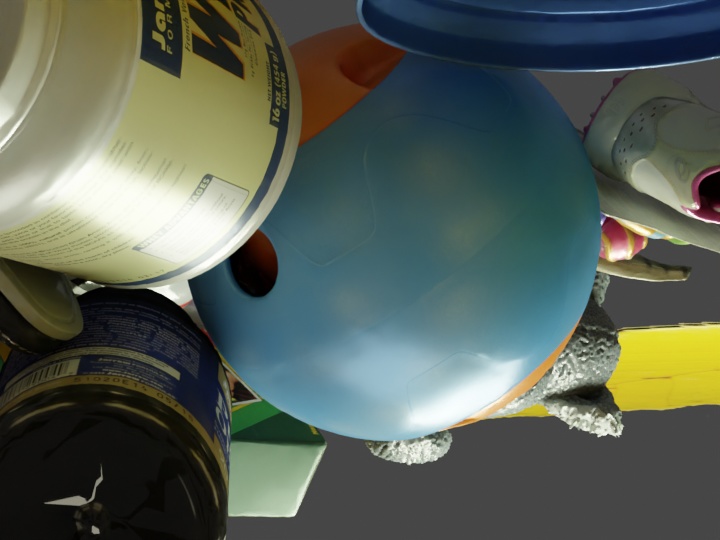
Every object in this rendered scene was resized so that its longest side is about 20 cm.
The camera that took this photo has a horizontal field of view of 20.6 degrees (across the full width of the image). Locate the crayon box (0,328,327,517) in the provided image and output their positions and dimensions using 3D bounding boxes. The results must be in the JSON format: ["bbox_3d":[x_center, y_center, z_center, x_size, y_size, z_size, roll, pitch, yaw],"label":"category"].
[{"bbox_3d":[-0.141,0.057,1.112,0.172,0.058,0.200,7,-153,-35],"label":"crayon box"}]

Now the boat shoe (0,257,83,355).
[{"bbox_3d":[-0.199,-0.024,0.873,0.060,0.200,0.074,-47,158,5],"label":"boat shoe"}]

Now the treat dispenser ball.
[{"bbox_3d":[0.015,-0.019,0.948,0.200,0.201,0.201,0,171,0],"label":"treat dispenser ball"}]

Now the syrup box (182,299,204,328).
[{"bbox_3d":[0.000,0.000,1.089,0.199,0.082,0.079,8,169,5],"label":"syrup box"}]

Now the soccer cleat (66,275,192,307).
[{"bbox_3d":[-0.157,-0.017,0.978,0.200,0.069,0.085,6,130,-38],"label":"soccer cleat"}]

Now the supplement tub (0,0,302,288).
[{"bbox_3d":[-0.126,-0.075,0.774,0.145,0.145,0.200,-4,170,23],"label":"supplement tub"}]

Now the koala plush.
[{"bbox_3d":[0.122,0.055,1.520,0.200,0.178,0.184,11,156,-34],"label":"koala plush"}]

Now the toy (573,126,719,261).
[{"bbox_3d":[0.138,-0.038,1.120,0.115,0.047,0.200,45,-159,31],"label":"toy"}]

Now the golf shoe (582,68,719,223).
[{"bbox_3d":[0.208,-0.050,1.075,0.200,0.075,0.092,7,-154,-42],"label":"golf shoe"}]

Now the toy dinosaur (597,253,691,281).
[{"bbox_3d":[0.091,-0.012,1.161,0.200,0.088,0.047,27,165,0],"label":"toy dinosaur"}]

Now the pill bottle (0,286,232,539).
[{"bbox_3d":[-0.113,0.075,0.890,0.112,0.112,0.200,0,-163,-3],"label":"pill bottle"}]

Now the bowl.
[{"bbox_3d":[0.096,-0.125,0.805,0.200,0.039,0.201,-1,170,0],"label":"bowl"}]
